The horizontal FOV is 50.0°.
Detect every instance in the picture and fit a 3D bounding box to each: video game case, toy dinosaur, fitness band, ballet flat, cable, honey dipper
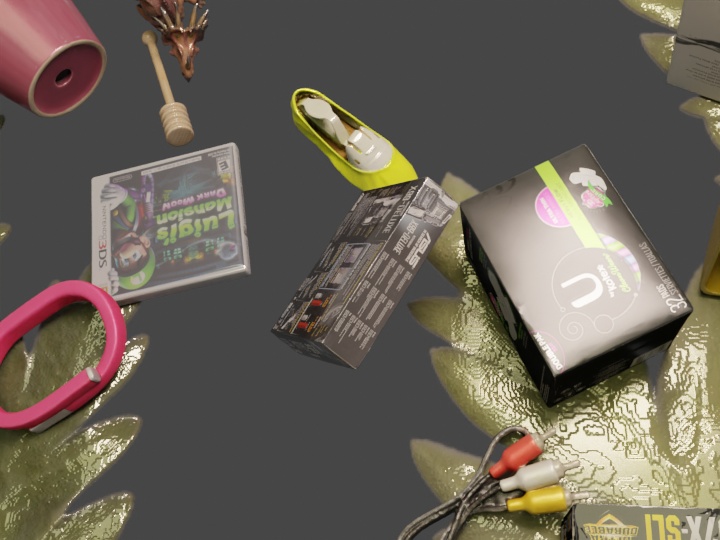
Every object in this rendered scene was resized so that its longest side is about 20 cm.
[{"bbox_3d":[-0.239,-0.057,0.959,0.197,0.023,0.184,-12,65,6],"label":"video game case"},{"bbox_3d":[-0.268,-0.363,1.020,0.086,0.200,0.136,-38,34,6],"label":"toy dinosaur"},{"bbox_3d":[-0.365,0.099,0.899,0.199,0.037,0.144,-34,66,4],"label":"fitness band"},{"bbox_3d":[-0.015,-0.156,0.931,0.067,0.067,0.200,-45,66,-10],"label":"ballet flat"},{"bbox_3d":[0.115,0.216,0.751,0.198,0.050,0.098,-24,63,-1],"label":"cable"},{"bbox_3d":[-0.266,-0.254,1.043,0.038,0.038,0.202,-23,63,1],"label":"honey dipper"}]

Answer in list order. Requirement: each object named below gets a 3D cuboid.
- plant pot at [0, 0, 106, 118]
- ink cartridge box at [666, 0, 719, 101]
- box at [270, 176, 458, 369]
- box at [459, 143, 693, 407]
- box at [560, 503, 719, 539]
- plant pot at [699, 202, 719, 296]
[{"bbox_3d":[-0.448,-0.310,1.031,0.179,0.200,0.200,42,80,8],"label":"plant pot"},{"bbox_3d":[0.410,-0.304,0.835,0.083,0.200,0.146,26,74,23],"label":"ink cartridge box"},{"bbox_3d":[0.000,0.000,0.815,0.050,0.157,0.201,38,74,-20],"label":"box"},{"bbox_3d":[0.208,0.006,0.784,0.147,0.125,0.201,-25,65,-1],"label":"box"},{"bbox_3d":[0.274,0.231,0.652,0.197,0.160,0.050,-1,66,10],"label":"box"},{"bbox_3d":[0.455,-0.092,0.746,0.197,0.201,0.178,8,58,15],"label":"plant pot"}]
